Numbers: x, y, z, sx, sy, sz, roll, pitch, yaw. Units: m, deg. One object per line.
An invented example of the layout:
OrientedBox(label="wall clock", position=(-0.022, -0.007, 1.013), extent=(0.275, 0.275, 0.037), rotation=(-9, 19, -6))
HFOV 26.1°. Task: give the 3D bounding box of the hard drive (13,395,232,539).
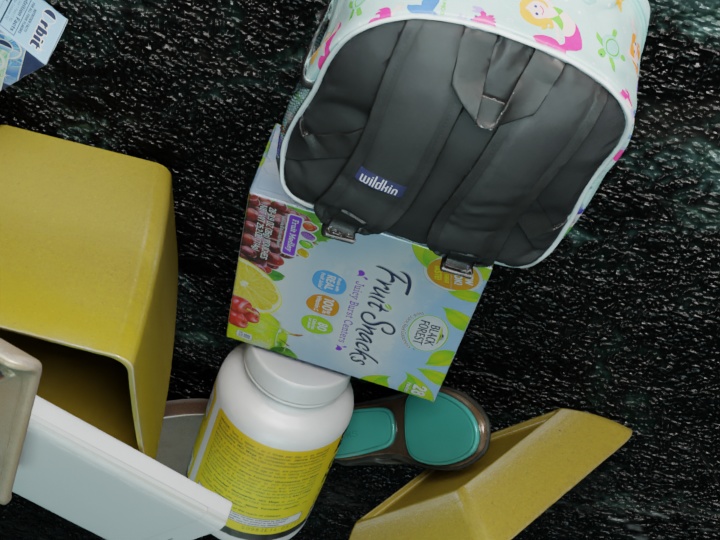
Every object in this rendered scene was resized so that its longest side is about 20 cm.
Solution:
OrientedBox(label="hard drive", position=(-0.209, 0.145, 1.122), extent=(0.200, 0.026, 0.132), rotation=(32, 145, -24))

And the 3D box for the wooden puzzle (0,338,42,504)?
OrientedBox(label="wooden puzzle", position=(-0.304, 0.073, 1.011), extent=(0.185, 0.046, 0.200), rotation=(29, 143, 3))

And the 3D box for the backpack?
OrientedBox(label="backpack", position=(0.058, -0.104, 0.824), extent=(0.177, 0.151, 0.200), rotation=(18, 156, -6))

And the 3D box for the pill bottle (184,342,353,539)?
OrientedBox(label="pill bottle", position=(-0.070, 0.125, 1.256), extent=(0.112, 0.113, 0.200), rotation=(19, 133, -3))

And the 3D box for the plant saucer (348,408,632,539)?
OrientedBox(label="plant saucer", position=(0.090, 0.176, 1.247), extent=(0.200, 0.200, 0.049), rotation=(-28, 91, 49))

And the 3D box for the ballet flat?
OrientedBox(label="ballet flat", position=(0.049, 0.127, 1.272), extent=(0.068, 0.068, 0.200), rotation=(3, 175, -41))

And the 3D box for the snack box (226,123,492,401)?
OrientedBox(label="snack box", position=(0.000, 0.000, 1.093), extent=(0.168, 0.068, 0.200), rotation=(18, 149, 0))

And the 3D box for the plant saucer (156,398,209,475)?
OrientedBox(label="plant saucer", position=(-0.159, 0.166, 1.407), extent=(0.200, 0.032, 0.200), rotation=(-7, 148, -5))

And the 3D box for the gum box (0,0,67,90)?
OrientedBox(label="gum box", position=(-0.316, -0.179, 0.991), extent=(0.200, 0.045, 0.170), rotation=(39, 142, -29))

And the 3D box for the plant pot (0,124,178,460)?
OrientedBox(label="plant pot", position=(-0.224, 0.014, 1.119), extent=(0.199, 0.177, 0.200), rotation=(14, 149, 5))
